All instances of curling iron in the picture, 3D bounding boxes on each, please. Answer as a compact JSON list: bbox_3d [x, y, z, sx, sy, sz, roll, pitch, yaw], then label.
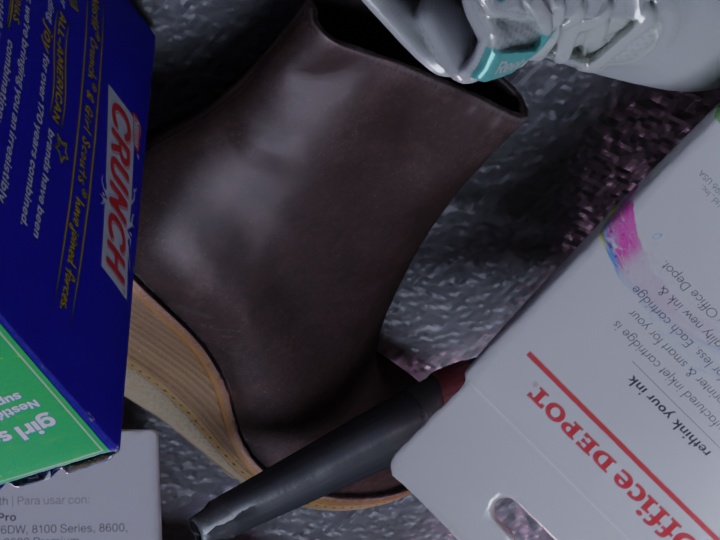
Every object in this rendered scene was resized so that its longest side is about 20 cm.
[{"bbox_3d":[0.028,0.054,0.926,0.199,0.026,0.050,-24,145,-30],"label":"curling iron"}]

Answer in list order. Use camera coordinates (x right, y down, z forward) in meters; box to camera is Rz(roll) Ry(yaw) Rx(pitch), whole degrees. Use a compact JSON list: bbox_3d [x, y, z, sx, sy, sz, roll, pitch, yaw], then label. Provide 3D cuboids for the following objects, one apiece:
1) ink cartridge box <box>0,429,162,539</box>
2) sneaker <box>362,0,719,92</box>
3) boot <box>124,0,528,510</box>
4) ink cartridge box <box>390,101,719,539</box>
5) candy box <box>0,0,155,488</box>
[{"bbox_3d":[-0.111,0.162,0.953,0.084,0.201,0.145,-1,169,-6],"label":"ink cartridge box"},{"bbox_3d":[0.045,-0.085,0.796,0.199,0.089,0.075,23,132,-30],"label":"sneaker"},{"bbox_3d":[0.000,0.000,0.905,0.200,0.073,0.166,26,126,-39],"label":"boot"},{"bbox_3d":[0.117,0.028,0.873,0.117,0.067,0.200,45,109,2],"label":"ink cartridge box"},{"bbox_3d":[-0.137,-0.058,0.751,0.077,0.170,0.200,-16,137,19],"label":"candy box"}]
